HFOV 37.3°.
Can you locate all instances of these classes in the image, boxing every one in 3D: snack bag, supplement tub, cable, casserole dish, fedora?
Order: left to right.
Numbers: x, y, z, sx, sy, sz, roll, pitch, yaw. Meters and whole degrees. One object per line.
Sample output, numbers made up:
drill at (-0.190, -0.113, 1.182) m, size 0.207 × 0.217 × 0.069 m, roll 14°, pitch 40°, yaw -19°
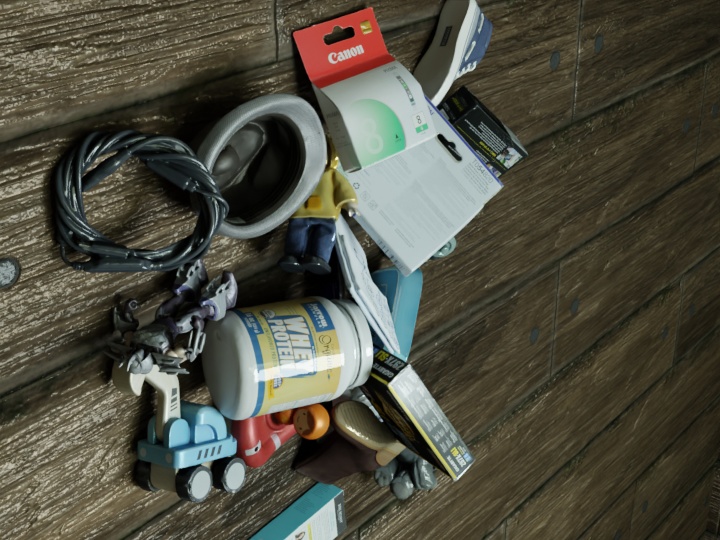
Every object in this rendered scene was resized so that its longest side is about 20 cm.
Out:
cable at (-0.249, -0.079, 1.223) m, size 0.198 × 0.051 × 0.165 m, roll -2°, pitch 96°, yaw -22°
fedora at (-0.146, -0.137, 1.338) m, size 0.200 × 0.090 × 0.177 m, roll -43°, pitch 135°, yaw -21°
supplement tub at (-0.098, 0.113, 1.431) m, size 0.199 × 0.144 × 0.146 m, roll -9°, pitch 114°, yaw -29°
snack bag at (0.000, 0.000, 1.540) m, size 0.021 × 0.201 × 0.189 m, roll -23°, pitch 141°, yaw 8°
casserole dish at (0.033, 0.074, 1.639) m, size 0.039 × 0.121 × 0.201 m, roll 26°, pitch 66°, yaw -33°

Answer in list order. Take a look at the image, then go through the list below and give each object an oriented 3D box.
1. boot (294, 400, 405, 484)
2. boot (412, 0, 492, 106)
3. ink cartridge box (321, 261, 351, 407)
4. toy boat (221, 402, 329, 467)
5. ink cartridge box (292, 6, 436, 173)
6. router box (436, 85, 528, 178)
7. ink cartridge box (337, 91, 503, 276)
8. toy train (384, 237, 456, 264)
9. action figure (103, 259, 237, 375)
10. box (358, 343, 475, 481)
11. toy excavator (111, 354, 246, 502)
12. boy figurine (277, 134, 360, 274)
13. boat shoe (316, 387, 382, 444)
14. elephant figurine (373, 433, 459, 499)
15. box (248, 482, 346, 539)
boot at (-0.035, 0.275, 1.633) m, size 0.166 × 0.073 × 0.200 m, roll -30°, pitch 145°, yaw 21°
boot at (0.148, -0.322, 1.654) m, size 0.090 × 0.072 × 0.201 m, roll 32°, pitch 79°, yaw -48°
ink cartridge box at (-0.037, 0.096, 1.594) m, size 0.095 × 0.037 × 0.201 m, roll -96°, pitch -177°, yaw -60°
toy boat at (-0.101, 0.201, 1.521) m, size 0.200 × 0.130 × 0.131 m, roll -38°, pitch 133°, yaw -37°
ink cartridge box at (0.010, -0.251, 1.456) m, size 0.160 × 0.050 × 0.201 m, roll -28°, pitch 104°, yaw -39°
router box at (0.160, -0.190, 1.691) m, size 0.149 × 0.051 × 0.200 m, roll -38°, pitch 147°, yaw 15°
ink cartridge box at (0.074, -0.129, 1.545) m, size 0.200 × 0.200 × 0.041 m, roll -41°, pitch 180°, yaw -17°
toy train at (0.086, -0.087, 1.653) m, size 0.113 × 0.086 × 0.201 m, roll -13°, pitch 139°, yaw -7°
action figure at (-0.232, 0.061, 1.300) m, size 0.200 × 0.129 × 0.070 m, roll -54°, pitch 157°, yaw -48°
box at (0.062, 0.193, 1.523) m, size 0.049 × 0.159 × 0.201 m, roll -41°, pitch 119°, yaw -13°
toy excavator at (-0.242, 0.194, 1.382) m, size 0.194 × 0.099 × 0.202 m, roll -2°, pitch 95°, yaw -54°
boy figurine at (-0.058, -0.096, 1.452) m, size 0.064 × 0.123 × 0.202 m, roll 44°, pitch 53°, yaw -70°
boat shoe at (0.006, 0.217, 1.726) m, size 0.199 × 0.066 × 0.074 m, roll -21°, pitch 154°, yaw -24°
elephant figurine at (0.104, 0.312, 1.871) m, size 0.200 × 0.155 × 0.142 m, roll -5°, pitch 67°, yaw -62°
box at (-0.106, 0.423, 1.686) m, size 0.200 × 0.049 × 0.083 m, roll -33°, pitch 130°, yaw -40°
